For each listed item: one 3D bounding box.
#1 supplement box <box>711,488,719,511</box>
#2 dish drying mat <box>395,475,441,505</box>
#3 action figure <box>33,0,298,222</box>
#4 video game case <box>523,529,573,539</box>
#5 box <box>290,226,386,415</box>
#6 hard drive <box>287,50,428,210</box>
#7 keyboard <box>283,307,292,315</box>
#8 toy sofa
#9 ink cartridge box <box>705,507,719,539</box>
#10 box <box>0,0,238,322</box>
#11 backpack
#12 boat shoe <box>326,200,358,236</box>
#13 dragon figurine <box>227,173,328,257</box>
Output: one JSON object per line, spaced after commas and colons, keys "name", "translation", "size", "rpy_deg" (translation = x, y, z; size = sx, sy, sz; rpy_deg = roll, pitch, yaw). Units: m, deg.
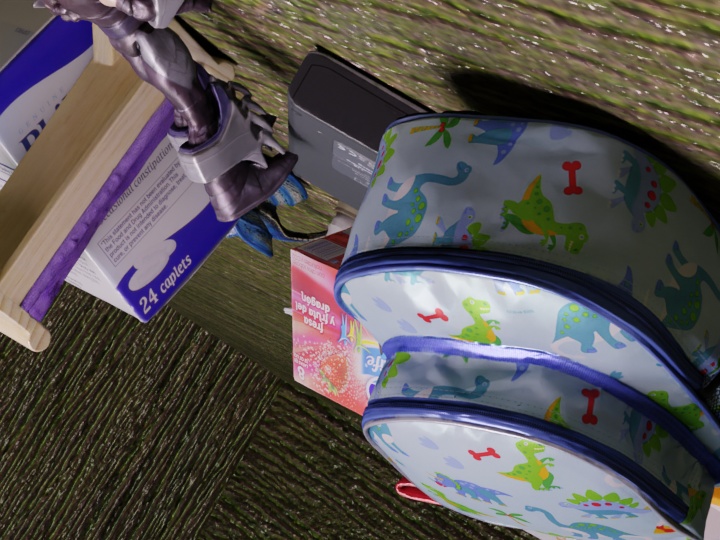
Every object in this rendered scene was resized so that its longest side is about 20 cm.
{"name": "supplement box", "translation": [0.314, 0.156, 1.087], "size": [0.199, 0.074, 0.126], "rpy_deg": [32, 172, -14]}
{"name": "dish drying mat", "translation": [0.094, 0.102, 1.136], "size": [0.076, 0.018, 0.200], "rpy_deg": [10, -160, 22]}
{"name": "action figure", "translation": [-0.111, -0.121, 0.929], "size": [0.200, 0.069, 0.130], "rpy_deg": [52, 169, -32]}
{"name": "video game case", "translation": [0.106, 0.121, 1.481], "size": [0.181, 0.022, 0.202], "rpy_deg": [24, 136, 43]}
{"name": "box", "translation": [0.057, 0.043, 1.115], "size": [0.102, 0.096, 0.199], "rpy_deg": [-22, -148, -39]}
{"name": "hard drive", "translation": [0.025, -0.051, 0.992], "size": [0.139, 0.033, 0.200], "rpy_deg": [30, 173, 2]}
{"name": "keyboard", "translation": [0.022, 0.048, 1.354], "size": [0.056, 0.011, 0.199], "rpy_deg": [13, 176, 36]}
{"name": "toy sofa", "translation": [-0.157, -0.052, 1.049], "size": [0.082, 0.201, 0.098], "rpy_deg": [21, 163, 48]}
{"name": "ink cartridge box", "translation": [0.290, 0.212, 1.327], "size": [0.143, 0.085, 0.200], "rpy_deg": [-2, 163, 14]}
{"name": "box", "translation": [-0.203, -0.089, 1.176], "size": [0.183, 0.105, 0.201], "rpy_deg": [22, 153, 47]}
{"name": "backpack", "translation": [0.084, 0.030, 0.805], "size": [0.181, 0.148, 0.200], "rpy_deg": [4, 150, 36]}
{"name": "boat shoe", "translation": [0.000, 0.000, 1.303], "size": [0.074, 0.069, 0.200], "rpy_deg": [29, 173, 3]}
{"name": "dragon figurine", "translation": [-0.080, -0.050, 1.316], "size": [0.199, 0.059, 0.099], "rpy_deg": [37, 171, -34]}
